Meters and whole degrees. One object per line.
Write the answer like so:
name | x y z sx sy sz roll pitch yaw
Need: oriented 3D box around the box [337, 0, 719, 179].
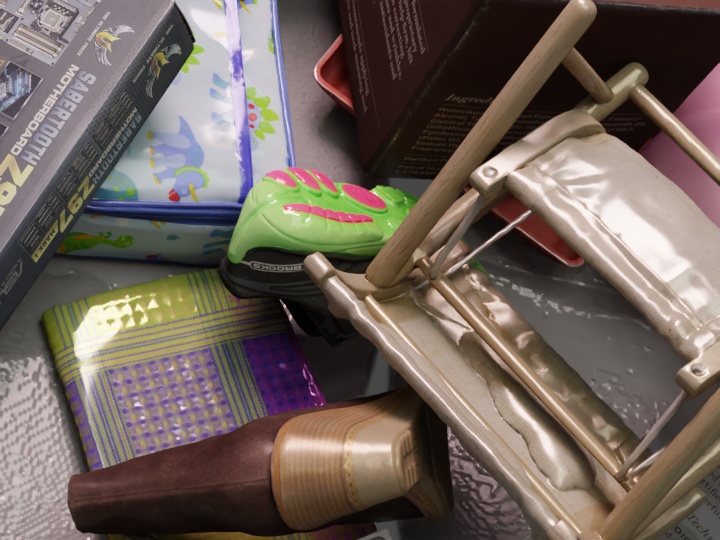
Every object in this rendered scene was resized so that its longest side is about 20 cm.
box | 0.096 -0.165 1.090 0.164 0.200 0.166 2 65 -20

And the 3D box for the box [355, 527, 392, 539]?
box | -0.004 0.243 0.949 0.117 0.060 0.200 -16 78 -27

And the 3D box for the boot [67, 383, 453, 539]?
boot | -0.043 0.100 0.975 0.166 0.200 0.072 -7 85 13

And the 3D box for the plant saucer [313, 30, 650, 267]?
plant saucer | 0.092 -0.118 1.203 0.200 0.037 0.200 36 58 -1

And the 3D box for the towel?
towel | -0.081 0.096 1.033 0.143 0.023 0.200 -13 69 -26

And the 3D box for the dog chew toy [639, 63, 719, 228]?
dog chew toy | 0.227 -0.075 1.162 0.124 0.125 0.200 22 58 -10

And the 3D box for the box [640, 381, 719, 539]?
box | 0.276 0.119 1.067 0.200 0.131 0.199 47 45 11

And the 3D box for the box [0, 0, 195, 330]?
box | -0.205 -0.082 0.996 0.158 0.051 0.200 27 76 20

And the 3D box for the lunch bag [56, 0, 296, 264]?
lunch bag | -0.119 -0.106 1.090 0.161 0.082 0.200 5 63 -22

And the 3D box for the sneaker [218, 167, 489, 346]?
sneaker | 0.000 0.000 1.076 0.200 0.084 0.077 18 32 -40

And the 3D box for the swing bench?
swing bench | 0.117 0.013 0.944 0.200 0.130 0.199 -45 65 7
